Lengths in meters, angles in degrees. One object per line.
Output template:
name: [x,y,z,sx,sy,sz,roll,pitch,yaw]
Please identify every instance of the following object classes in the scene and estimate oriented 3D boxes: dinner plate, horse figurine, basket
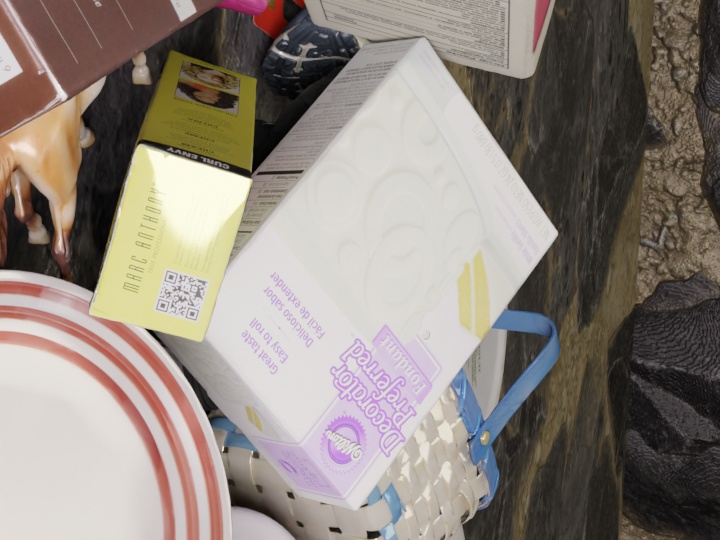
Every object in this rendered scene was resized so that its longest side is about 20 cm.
dinner plate: [-0.134,0.100,0.624,0.199,0.024,0.202,12,72,-41]
horse figurine: [-0.129,-0.072,0.677,0.133,0.049,0.201,85,15,-54]
basket: [0.005,0.082,0.971,0.200,0.175,0.140,-53,136,-35]

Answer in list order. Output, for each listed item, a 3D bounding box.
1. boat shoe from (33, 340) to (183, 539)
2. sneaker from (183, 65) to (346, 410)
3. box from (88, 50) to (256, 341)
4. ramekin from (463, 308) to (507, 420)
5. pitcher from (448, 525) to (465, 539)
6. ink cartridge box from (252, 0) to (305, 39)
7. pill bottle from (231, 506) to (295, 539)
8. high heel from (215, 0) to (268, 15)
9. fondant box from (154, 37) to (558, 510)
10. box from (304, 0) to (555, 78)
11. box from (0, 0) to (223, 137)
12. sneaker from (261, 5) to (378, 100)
boat shoe: [-0.114,0.086,0.740,0.200,0.069,0.072,-41,134,-66]
sneaker: [-0.038,-0.018,0.901,0.060,0.103,0.202,36,60,-71]
box: [-0.079,-0.039,0.716,0.200,0.050,0.076,-103,-150,-72]
ramekin: [0.051,0.059,1.239,0.202,0.093,0.205,5,90,-73]
pitcher: [-0.003,0.243,1.073,0.172,0.120,0.202,51,55,-77]
ink cartridge box: [-0.012,-0.236,1.021,0.162,0.056,0.202,20,71,-73]
pill bottle: [-0.055,0.215,0.906,0.200,0.108,0.110,66,34,-59]
high heel: [-0.052,-0.194,0.797,0.068,0.096,0.201,-52,-176,48]
fondant box: [0.000,0.000,0.840,0.200,0.058,0.145,-51,119,-23]
box: [0.038,-0.183,0.778,0.200,0.127,0.110,61,45,-81]
box: [-0.104,-0.127,0.609,0.101,0.075,0.200,60,33,-13]
sneaker: [-0.009,-0.141,1.011,0.200,0.077,0.087,58,44,-79]
